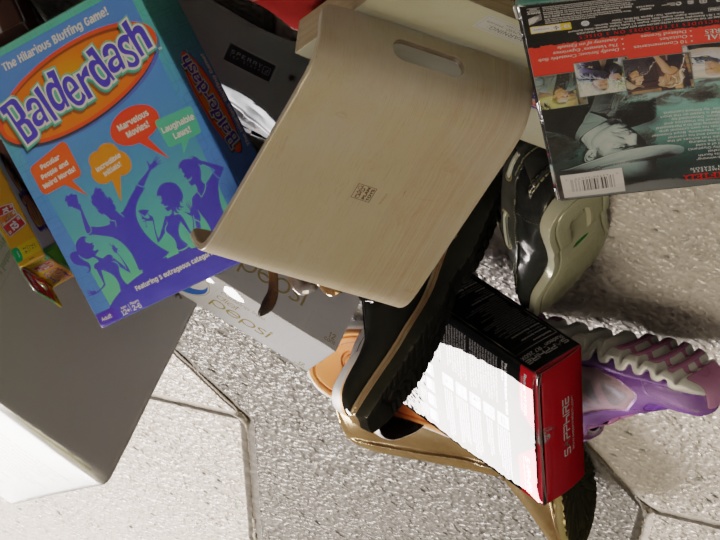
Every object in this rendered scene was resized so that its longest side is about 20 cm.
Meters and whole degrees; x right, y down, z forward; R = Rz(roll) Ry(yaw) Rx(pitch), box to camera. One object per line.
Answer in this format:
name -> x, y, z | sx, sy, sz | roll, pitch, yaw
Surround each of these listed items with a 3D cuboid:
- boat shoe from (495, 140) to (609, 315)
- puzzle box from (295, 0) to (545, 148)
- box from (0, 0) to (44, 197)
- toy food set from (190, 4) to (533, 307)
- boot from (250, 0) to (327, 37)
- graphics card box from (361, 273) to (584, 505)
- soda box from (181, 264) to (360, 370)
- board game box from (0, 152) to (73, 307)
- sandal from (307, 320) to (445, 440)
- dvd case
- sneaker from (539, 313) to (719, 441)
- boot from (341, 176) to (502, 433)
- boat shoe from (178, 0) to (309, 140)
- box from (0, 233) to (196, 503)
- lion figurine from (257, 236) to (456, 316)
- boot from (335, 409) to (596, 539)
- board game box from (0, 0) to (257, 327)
boat shoe -> 0.128, -0.031, 1.695 | 0.068, 0.072, 0.200 | 43, 164, 19
puzzle box -> 0.077, -0.135, 1.513 | 0.200, 0.025, 0.133 | 19, 154, -26
box -> -0.241, -0.129, 1.772 | 0.100, 0.075, 0.200 | 63, 180, 42
toy food set -> -0.001, -0.068, 1.526 | 0.143, 0.060, 0.200 | 17, 128, -21
boot -> -0.008, -0.191, 1.516 | 0.144, 0.073, 0.200 | 35, 158, -23
graphics card box -> 0.080, 0.068, 1.782 | 0.200, 0.051, 0.126 | 33, 142, 40
soda box -> -0.100, -0.005, 1.922 | 0.200, 0.068, 0.064 | 32, 153, -11
board game box -> -0.263, -0.069, 1.784 | 0.200, 0.030, 0.096 | 64, -178, 11
sandal -> 0.039, 0.101, 1.959 | 0.206, 0.059, 0.079 | 19, 119, 25
dvd case -> 0.177, -0.112, 1.481 | 0.146, 0.022, 0.200 | -7, 145, 9
sneaker -> 0.174, 0.088, 1.804 | 0.200, 0.089, 0.080 | 11, -169, 34
boot -> 0.000, 0.000, 1.708 | 0.138, 0.200, 0.078 | 25, 160, 11
boat shoe -> -0.070, -0.126, 1.694 | 0.200, 0.071, 0.091 | 32, 166, -14
box -> -0.281, 0.055, 2.043 | 0.200, 0.199, 0.171 | 39, 150, -24
lion figurine -> -0.009, -0.058, 1.628 | 0.200, 0.072, 0.123 | -27, 101, 14
boot -> 0.090, 0.154, 2.053 | 0.200, 0.066, 0.175 | 9, 137, 28
board game box -> -0.153, -0.081, 1.630 | 0.152, 0.045, 0.200 | -25, 96, 29
